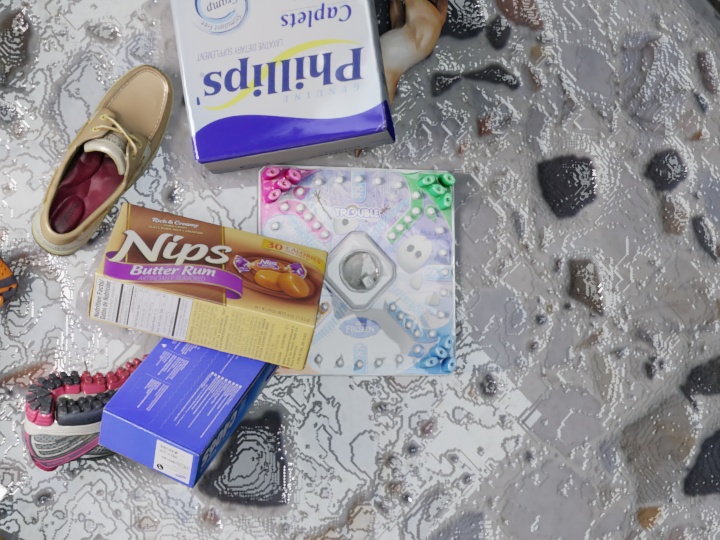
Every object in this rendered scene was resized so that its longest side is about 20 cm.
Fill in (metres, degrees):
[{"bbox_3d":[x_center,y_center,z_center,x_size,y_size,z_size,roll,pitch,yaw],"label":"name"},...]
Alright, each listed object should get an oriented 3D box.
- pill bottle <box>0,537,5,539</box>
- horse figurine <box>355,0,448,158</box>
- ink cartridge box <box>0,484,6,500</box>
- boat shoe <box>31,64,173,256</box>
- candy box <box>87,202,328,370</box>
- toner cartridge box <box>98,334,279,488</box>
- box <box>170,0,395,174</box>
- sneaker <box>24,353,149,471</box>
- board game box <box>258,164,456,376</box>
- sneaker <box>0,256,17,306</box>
[{"bbox_3d":[-0.290,0.303,1.285,0.198,0.112,0.113,27,79,-4],"label":"pill bottle"},{"bbox_3d":[0.021,-0.227,1.460,0.133,0.050,0.200,44,79,0],"label":"horse figurine"},{"bbox_3d":[-0.408,0.201,1.263,0.199,0.050,0.163,31,77,17],"label":"ink cartridge box"},{"bbox_3d":[-0.230,-0.103,1.372,0.073,0.066,0.202,30,78,-11],"label":"boat shoe"},{"bbox_3d":[-0.134,0.012,1.346,0.197,0.117,0.057,15,126,-4],"label":"candy box"},{"bbox_3d":[-0.141,0.097,1.318,0.094,0.044,0.200,25,38,9],"label":"toner cartridge box"},{"bbox_3d":[-0.072,-0.205,1.380,0.181,0.105,0.203,-9,88,3],"label":"box"},{"bbox_3d":[-0.209,0.128,1.360,0.197,0.081,0.076,-6,123,-25],"label":"sneaker"},{"bbox_3d":[0.000,0.000,1.445,0.197,0.026,0.203,1,85,-14],"label":"board game box"},{"bbox_3d":[-0.348,0.055,1.320,0.112,0.077,0.203,-34,131,-53],"label":"sneaker"}]
